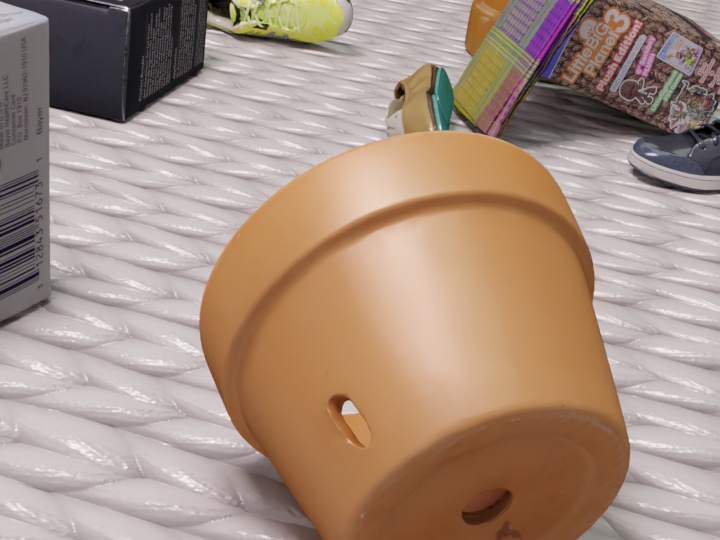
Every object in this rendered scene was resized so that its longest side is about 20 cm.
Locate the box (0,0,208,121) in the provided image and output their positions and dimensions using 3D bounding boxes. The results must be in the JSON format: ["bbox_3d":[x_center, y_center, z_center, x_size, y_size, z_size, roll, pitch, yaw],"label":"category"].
[{"bbox_3d":[-0.244,-0.229,1.160,0.146,0.105,0.200,14,27,11],"label":"box"}]

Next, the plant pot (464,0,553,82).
[{"bbox_3d":[0.232,-0.335,1.429,0.198,0.185,0.201,7,26,-3],"label":"plant pot"}]

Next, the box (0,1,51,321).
[{"bbox_3d":[-0.293,-0.080,0.746,0.198,0.186,0.105,21,30,26],"label":"box"}]

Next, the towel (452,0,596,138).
[{"bbox_3d":[0.156,-0.218,1.172,0.023,0.201,0.144,28,15,-21],"label":"towel"}]

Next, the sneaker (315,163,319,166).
[{"bbox_3d":[0.000,0.000,0.816,0.091,0.076,0.201,12,33,-9],"label":"sneaker"}]

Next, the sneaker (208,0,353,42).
[{"bbox_3d":[-0.101,-0.284,1.367,0.198,0.076,0.076,9,31,27],"label":"sneaker"}]

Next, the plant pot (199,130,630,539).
[{"bbox_3d":[0.036,0.056,0.579,0.198,0.201,0.141,-3,43,-22],"label":"plant pot"}]

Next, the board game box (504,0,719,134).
[{"bbox_3d":[0.262,-0.234,1.271,0.198,0.098,0.160,20,22,-18],"label":"board game box"}]

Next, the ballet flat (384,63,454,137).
[{"bbox_3d":[0.053,-0.133,1.122,0.062,0.069,0.200,-17,20,12],"label":"ballet flat"}]

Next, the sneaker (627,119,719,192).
[{"bbox_3d":[0.350,-0.146,1.124,0.200,0.148,0.077,3,27,-7],"label":"sneaker"}]
